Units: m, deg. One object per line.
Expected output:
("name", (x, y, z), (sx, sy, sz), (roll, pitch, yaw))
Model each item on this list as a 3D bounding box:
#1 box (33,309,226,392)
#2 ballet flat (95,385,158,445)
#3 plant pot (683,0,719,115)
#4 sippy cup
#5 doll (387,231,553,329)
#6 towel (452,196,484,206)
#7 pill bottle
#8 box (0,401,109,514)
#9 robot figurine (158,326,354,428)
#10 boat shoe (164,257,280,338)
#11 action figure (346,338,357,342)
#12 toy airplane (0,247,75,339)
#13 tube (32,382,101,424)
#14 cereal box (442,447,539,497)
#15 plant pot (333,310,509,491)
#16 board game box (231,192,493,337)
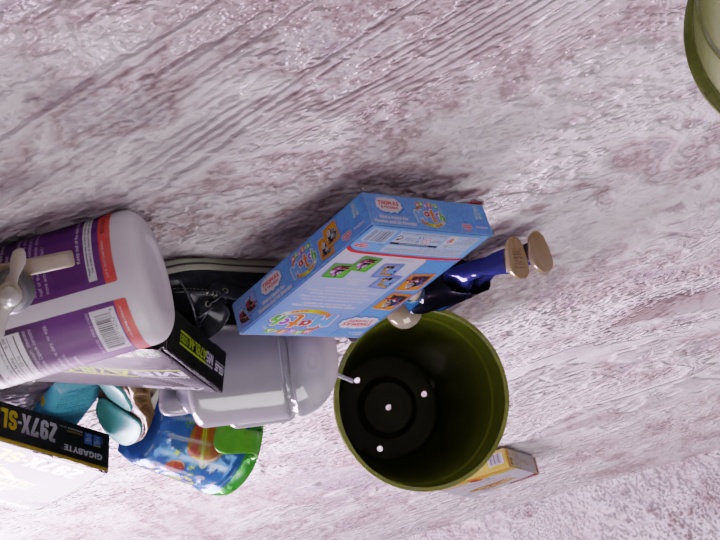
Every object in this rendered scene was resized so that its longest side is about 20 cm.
("box", (-0.241, 0.069, 1.576), (0.197, 0.048, 0.193), (3, 163, 11))
("ballet flat", (-0.240, 0.121, 1.807), (0.073, 0.067, 0.201), (-53, 167, -23))
("plant pot", (0.278, -0.205, 1.041), (0.198, 0.202, 0.190), (-18, 150, 13))
("sippy cup", (-0.198, 0.176, 1.926), (0.129, 0.141, 0.178), (16, 137, -39))
("doll", (0.097, 0.013, 1.774), (0.136, 0.049, 0.199), (-13, 171, -46))
("towel", (0.019, -0.021, 1.644), (0.145, 0.030, 0.200), (-8, 164, -23))
("pill bottle", (-0.259, 0.028, 1.409), (0.198, 0.114, 0.113), (-15, 163, 5))
("box", (-0.393, 0.197, 1.854), (0.199, 0.050, 0.159), (23, 141, -35))
("robot figurine", (-0.108, 0.094, 1.724), (0.197, 0.114, 0.171), (-6, 136, 1))
("boat shoe", (-0.147, 0.028, 1.593), (0.198, 0.063, 0.074), (0, 160, -37))
("action figure", (-0.071, 0.091, 1.883), (0.117, 0.055, 0.200), (-6, 164, -28))
("toy airplane", (-0.339, 0.021, 1.267), (0.199, 0.143, 0.198), (-26, 160, 34))
("tube", (-0.327, 0.154, 1.876), (0.077, 0.051, 0.200), (-21, 165, -36))
("cereal box", (0.217, 0.351, 2.981), (0.142, 0.040, 0.200), (-20, 163, 17))
("plant pot", (0.049, 0.153, 1.978), (0.198, 0.203, 0.193), (-11, 175, -13))
("board game box", (0.000, 0.000, 1.553), (0.150, 0.037, 0.200), (4, 147, -43))
